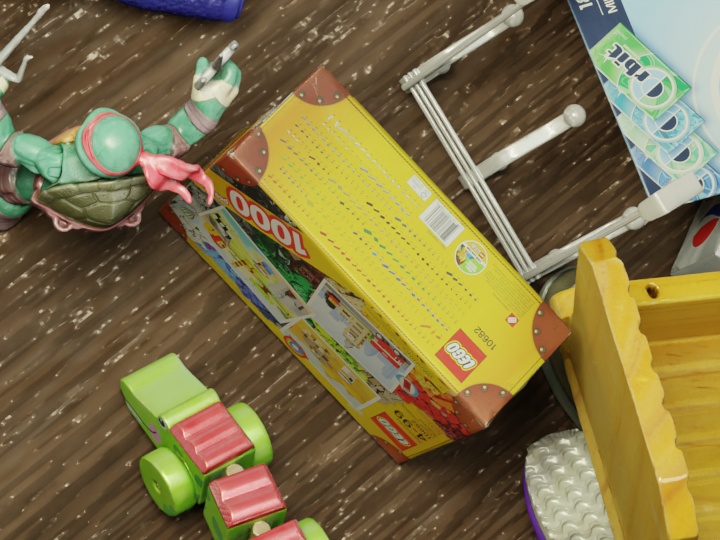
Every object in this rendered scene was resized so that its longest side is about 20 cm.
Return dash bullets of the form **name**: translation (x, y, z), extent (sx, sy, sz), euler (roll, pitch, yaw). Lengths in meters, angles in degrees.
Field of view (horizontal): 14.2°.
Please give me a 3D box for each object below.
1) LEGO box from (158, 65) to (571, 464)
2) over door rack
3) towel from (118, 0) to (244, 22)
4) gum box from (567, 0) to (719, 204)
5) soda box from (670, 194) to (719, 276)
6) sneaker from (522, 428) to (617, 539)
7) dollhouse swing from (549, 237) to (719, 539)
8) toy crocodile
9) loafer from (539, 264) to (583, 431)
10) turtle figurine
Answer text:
- **LEGO box**: translation (0.000, 0.000, 1.576), extent (0.200, 0.149, 0.077), euler (47, 69, -4)
- **over door rack**: translation (0.111, -0.081, 1.604), extent (0.067, 0.200, 0.148), euler (-32, 90, -25)
- **towel**: translation (-0.160, -0.220, 1.626), extent (0.199, 0.050, 0.148), euler (9, 69, -17)
- **gum box**: translation (0.226, -0.138, 1.579), extent (0.045, 0.200, 0.170), euler (-70, 140, -59)
- **soda box**: translation (0.289, 0.021, 1.715), extent (0.200, 0.068, 0.064), euler (32, 71, -11)
- **sneaker**: translation (0.143, 0.189, 1.621), extent (0.069, 0.100, 0.200), euler (-19, 63, -22)
- **dollhouse swing**: translation (0.198, 0.080, 1.530), extent (0.181, 0.176, 0.200), euler (-6, 63, -17)
- **toy crocodile**: translation (-0.065, 0.125, 1.551), extent (0.067, 0.062, 0.200), euler (-23, 63, -21)
- **loafer**: translation (0.169, 0.085, 1.659), extent (0.075, 0.070, 0.200), euler (-28, 89, -22)
- **turtle figurine**: translation (-0.145, -0.068, 1.513), extent (0.149, 0.200, 0.101), euler (7, 76, -18)
